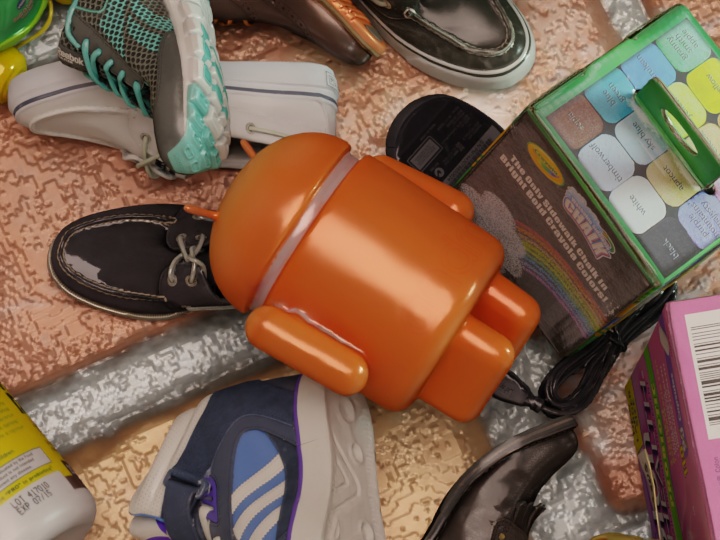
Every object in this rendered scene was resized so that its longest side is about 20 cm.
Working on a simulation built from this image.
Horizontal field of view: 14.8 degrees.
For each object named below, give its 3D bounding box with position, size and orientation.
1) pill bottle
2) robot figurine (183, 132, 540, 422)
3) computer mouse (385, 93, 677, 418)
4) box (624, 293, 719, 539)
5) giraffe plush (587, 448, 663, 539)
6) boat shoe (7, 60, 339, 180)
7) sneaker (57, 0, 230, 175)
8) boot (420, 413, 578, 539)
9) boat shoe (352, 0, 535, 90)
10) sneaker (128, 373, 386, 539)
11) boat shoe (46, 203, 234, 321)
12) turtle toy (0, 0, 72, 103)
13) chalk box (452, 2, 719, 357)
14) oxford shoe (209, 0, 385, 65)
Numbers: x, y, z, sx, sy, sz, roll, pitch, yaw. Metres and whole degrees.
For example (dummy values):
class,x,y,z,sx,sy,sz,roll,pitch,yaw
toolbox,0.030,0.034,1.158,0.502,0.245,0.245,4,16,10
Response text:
class,x,y,z,sx,sy,sz,roll,pitch,yaw
pill bottle,-0.249,0.096,1.583,0.109,0.109,0.200,-39,79,-10
robot figurine,0.001,-0.001,1.550,0.199,0.117,0.144,33,84,3
computer mouse,0.078,-0.001,1.647,0.200,0.046,0.141,37,69,-2
box,0.217,0.118,1.535,0.096,0.200,0.177,-9,75,-3
giraffe plush,0.098,0.206,1.473,0.161,0.173,0.201,-12,60,-3
boat shoe,-0.110,-0.088,1.652,0.198,0.074,0.067,-3,72,-2
sneaker,-0.127,-0.123,1.589,0.091,0.078,0.201,-16,46,3
boot,0.096,0.202,1.587,0.200,0.069,0.174,-43,83,-4
boat shoe,0.023,-0.184,1.686,0.200,0.064,0.071,38,77,9
sneaker,-0.065,0.157,1.565,0.146,0.081,0.201,-19,55,27
boat shoe,-0.087,-0.010,1.636,0.198,0.063,0.073,5,74,0
turtle toy,-0.259,-0.169,1.657,0.145,0.101,0.201,33,83,8
chalk box,0.155,-0.056,1.550,0.123,0.200,0.125,-34,86,-24
oxford shoe,-0.076,-0.171,1.688,0.199,0.071,0.073,33,95,14
